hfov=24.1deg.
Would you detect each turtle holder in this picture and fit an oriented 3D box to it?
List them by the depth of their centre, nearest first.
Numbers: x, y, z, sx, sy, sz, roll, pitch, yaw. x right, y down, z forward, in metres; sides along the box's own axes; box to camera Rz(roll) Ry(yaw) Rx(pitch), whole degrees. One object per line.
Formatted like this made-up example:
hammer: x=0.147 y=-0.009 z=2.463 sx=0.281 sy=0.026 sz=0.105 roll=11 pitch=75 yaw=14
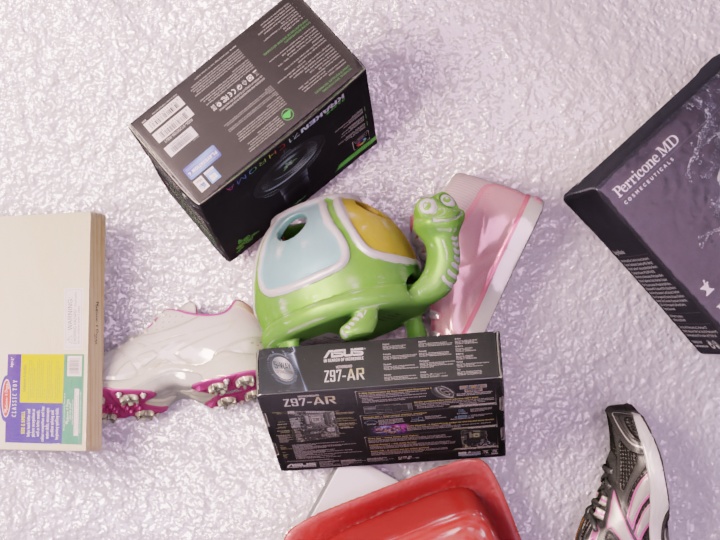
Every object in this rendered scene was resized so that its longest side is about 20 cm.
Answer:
turtle holder: x=-0.011 y=0.002 z=1.418 sx=0.141 sy=0.185 sz=0.132 roll=-3 pitch=71 yaw=-38

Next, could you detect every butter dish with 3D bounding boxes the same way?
butter dish: x=0.060 y=0.280 z=1.410 sx=0.199 sy=0.148 sz=0.200 roll=-20 pitch=91 yaw=-8

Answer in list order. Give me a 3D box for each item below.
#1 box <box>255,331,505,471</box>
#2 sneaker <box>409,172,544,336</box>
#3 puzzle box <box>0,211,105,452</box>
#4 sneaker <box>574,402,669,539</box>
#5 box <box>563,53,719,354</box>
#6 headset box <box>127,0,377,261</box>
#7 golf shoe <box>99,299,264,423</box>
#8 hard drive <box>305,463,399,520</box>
box: x=0.021 y=0.113 z=1.411 sx=0.200 sy=0.160 sz=0.044 roll=-5 pitch=60 yaw=4
sneaker: x=0.075 y=0.008 z=1.482 sx=0.105 sy=0.075 sz=0.200 roll=25 pitch=87 yaw=1
puzzle box: x=-0.277 y=0.053 z=1.419 sx=0.133 sy=0.025 sz=0.200 roll=-1 pitch=85 yaw=25
sneaker: x=0.231 y=0.220 z=1.497 sx=0.086 sy=0.080 sz=0.200 roll=-8 pitch=85 yaw=3
box: x=0.325 y=-0.061 z=1.491 sx=0.197 sy=0.117 sz=0.200 roll=-43 pitch=93 yaw=-6
headset box: x=-0.083 y=-0.112 z=1.404 sx=0.174 sy=0.200 sz=0.093 roll=-40 pitch=78 yaw=-7
golf shoe: x=-0.174 y=0.078 z=1.458 sx=0.200 sy=0.075 sz=0.092 roll=-7 pitch=66 yaw=-5
hard drive: x=0.040 y=0.266 z=1.495 sx=0.200 sy=0.027 sz=0.132 roll=29 pitch=86 yaw=-6
